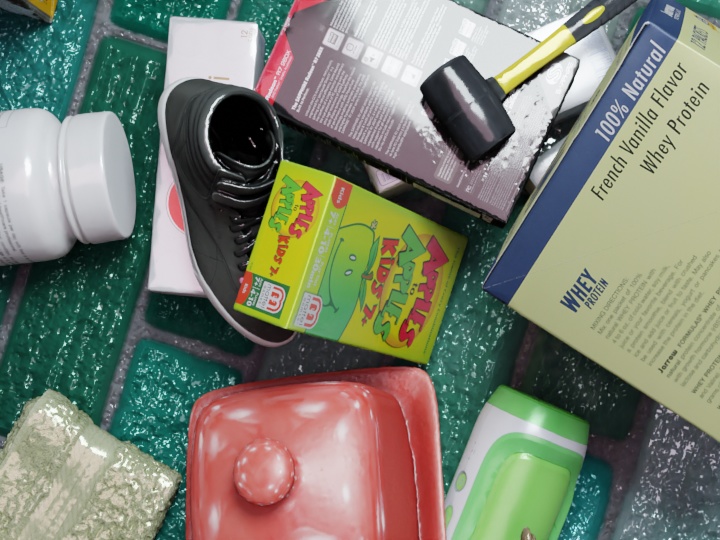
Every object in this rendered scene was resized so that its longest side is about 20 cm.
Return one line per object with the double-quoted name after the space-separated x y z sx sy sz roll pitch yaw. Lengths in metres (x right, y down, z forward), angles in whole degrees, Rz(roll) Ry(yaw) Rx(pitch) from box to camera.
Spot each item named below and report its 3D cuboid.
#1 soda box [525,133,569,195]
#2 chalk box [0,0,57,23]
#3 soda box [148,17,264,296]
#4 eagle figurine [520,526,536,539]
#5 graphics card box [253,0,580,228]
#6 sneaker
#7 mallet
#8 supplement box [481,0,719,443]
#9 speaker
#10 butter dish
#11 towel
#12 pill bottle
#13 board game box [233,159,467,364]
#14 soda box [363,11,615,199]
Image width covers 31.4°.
0.202 -0.011 0.952 0.068 0.063 0.201 -35 86 2 "soda box"
-0.325 -0.283 0.963 0.198 0.125 0.125 16 89 3 "chalk box"
-0.114 -0.082 0.962 0.067 0.064 0.203 5 89 1 "soda box"
0.186 0.247 0.891 0.198 0.152 0.152 20 45 -19 "eagle figurine"
0.038 -0.128 0.889 0.198 0.051 0.127 25 88 5 "graphics card box"
-0.079 -0.037 0.874 0.070 0.099 0.202 -23 102 -22 "sneaker"
0.126 -0.160 0.847 0.200 0.041 0.066 -44 89 -6 "mallet"
0.218 -0.034 0.820 0.199 0.134 0.201 32 114 4 "supplement box"
0.098 0.191 0.941 0.088 0.088 0.202 22 89 4 "speaker"
-0.048 0.154 0.896 0.197 0.148 0.202 -8 67 12 "butter dish"
-0.239 0.210 0.985 0.147 0.036 0.201 31 90 3 "towel"
-0.276 -0.060 0.958 0.197 0.113 0.115 -6 88 4 "pill bottle"
0.000 0.000 0.896 0.047 0.199 0.103 17 89 32 "board game box"
0.092 -0.122 0.953 0.198 0.068 0.064 -23 87 2 "soda box"
